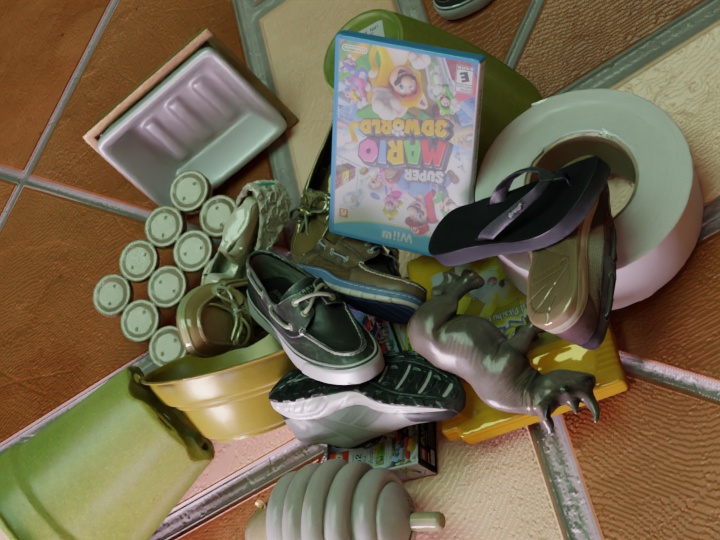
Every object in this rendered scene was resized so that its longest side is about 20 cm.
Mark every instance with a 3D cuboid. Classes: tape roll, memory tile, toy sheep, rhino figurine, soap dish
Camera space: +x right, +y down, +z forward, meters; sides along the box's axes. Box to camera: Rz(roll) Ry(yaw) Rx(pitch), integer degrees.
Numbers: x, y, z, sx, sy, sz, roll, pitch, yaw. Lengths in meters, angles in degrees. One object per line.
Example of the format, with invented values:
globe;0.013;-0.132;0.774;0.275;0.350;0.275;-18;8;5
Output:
tape roll;0.208;-0.065;1.342;0.201;0.071;0.204;-10;59;17
memory tile;-0.202;0.000;1.669;0.153;0.017;0.200;38;91;23
toy sheep;-0.015;0.239;1.349;0.199;0.138;0.139;-4;63;20
rhino figurine;0.128;0.079;1.304;0.200;0.060;0.088;35;70;22
soap dish;-0.198;-0.173;1.706;0.200;0.157;0.081;-37;32;16

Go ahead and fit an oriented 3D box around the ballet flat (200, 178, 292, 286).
ballet flat;-0.140;-0.009;1.589;0.072;0.072;0.201;28;99;44

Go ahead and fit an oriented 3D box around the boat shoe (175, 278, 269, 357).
boat shoe;-0.114;0.040;1.496;0.063;0.200;0.074;-17;86;29

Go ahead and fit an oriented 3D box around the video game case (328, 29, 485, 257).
video game case;0.040;-0.113;1.362;0.142;0.201;0.018;13;29;20

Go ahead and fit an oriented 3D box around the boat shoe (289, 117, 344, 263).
boat shoe;-0.033;-0.095;1.586;0.073;0.063;0.201;10;73;40

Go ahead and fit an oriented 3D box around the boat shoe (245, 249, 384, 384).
boat shoe;-0.051;0.042;1.388;0.070;0.064;0.200;-29;39;-25

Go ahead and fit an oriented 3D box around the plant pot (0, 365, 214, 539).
plant pot;-0.257;0.205;1.511;0.184;0.200;0.201;-44;47;6

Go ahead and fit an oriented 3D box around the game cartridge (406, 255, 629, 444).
game cartridge;0.141;0.049;1.370;0.175;0.032;0.201;-22;54;14

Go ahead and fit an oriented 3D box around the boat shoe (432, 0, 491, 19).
boat shoe;0.150;-0.355;1.589;0.200;0.057;0.069;-39;48;14

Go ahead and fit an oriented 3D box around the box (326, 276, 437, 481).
box;0.021;0.112;1.450;0.110;0.035;0.201;-18;57;30

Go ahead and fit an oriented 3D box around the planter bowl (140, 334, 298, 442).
planter bowl;-0.115;0.121;1.489;0.199;0.200;0.084;-13;96;33

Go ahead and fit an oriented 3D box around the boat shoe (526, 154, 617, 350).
boat shoe;0.184;-0.015;1.243;0.072;0.065;0.201;-30;31;33

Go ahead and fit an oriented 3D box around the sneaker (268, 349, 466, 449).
sneaker;0.012;0.127;1.368;0.199;0.080;0.074;-6;31;33

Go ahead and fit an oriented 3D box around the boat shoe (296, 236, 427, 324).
boat shoe;0.000;0.000;1.440;0.199;0.072;0.073;13;75;51

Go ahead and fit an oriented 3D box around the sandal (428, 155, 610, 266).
sandal;0.126;-0.050;1.256;0.200;0.043;0.076;-22;36;43

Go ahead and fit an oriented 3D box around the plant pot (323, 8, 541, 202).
plant pot;0.056;-0.168;1.462;0.186;0.200;0.188;-19;56;30
